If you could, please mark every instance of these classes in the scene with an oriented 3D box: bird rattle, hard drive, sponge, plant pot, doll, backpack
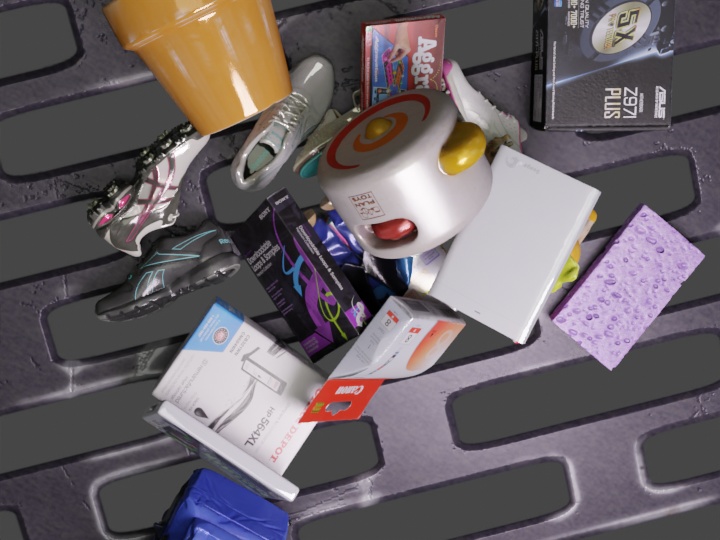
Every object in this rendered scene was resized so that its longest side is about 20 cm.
[{"bbox_3d":[0.239,-0.002,1.376,0.113,0.201,0.163,39,60,21],"label":"bird rattle"},{"bbox_3d":[0.182,-0.032,1.283,0.131,0.026,0.201,28,97,18],"label":"hard drive"},{"bbox_3d":[0.357,0.022,1.444,0.111,0.030,0.200,37,96,-9],"label":"sponge"},{"bbox_3d":[-0.173,-0.269,1.273,0.199,0.200,0.184,-26,105,1],"label":"plant pot"},{"bbox_3d":[0.000,0.000,1.364,0.136,0.048,0.200,-38,106,4],"label":"doll"},{"bbox_3d":[-0.211,0.390,1.403,0.162,0.168,0.201,32,106,-1],"label":"backpack"}]

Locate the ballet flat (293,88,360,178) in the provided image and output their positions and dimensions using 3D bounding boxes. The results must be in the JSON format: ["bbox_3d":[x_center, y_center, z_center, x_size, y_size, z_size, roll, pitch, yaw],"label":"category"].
[{"bbox_3d":[-0.008,-0.191,1.374,0.199,0.067,0.063,-31,71,-1],"label":"ballet flat"}]

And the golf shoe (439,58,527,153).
[{"bbox_3d":[0.158,-0.187,1.378,0.091,0.075,0.201,-28,109,-7],"label":"golf shoe"}]

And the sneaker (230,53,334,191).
[{"bbox_3d":[-0.094,-0.181,1.353,0.070,0.080,0.201,33,95,-7],"label":"sneaker"}]

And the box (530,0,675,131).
[{"bbox_3d":[0.304,-0.278,1.358,0.163,0.086,0.201,-1,100,-4],"label":"box"}]

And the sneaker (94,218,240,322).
[{"bbox_3d":[-0.255,0.004,1.389,0.199,0.075,0.080,-25,81,0],"label":"sneaker"}]

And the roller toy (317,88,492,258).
[{"bbox_3d":[0.049,-0.117,1.249,0.182,0.200,0.140,-35,119,-1],"label":"roller toy"}]

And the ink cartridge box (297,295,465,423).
[{"bbox_3d":[0.029,0.124,1.337,0.050,0.162,0.201,40,104,25],"label":"ink cartridge box"}]

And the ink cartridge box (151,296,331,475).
[{"bbox_3d":[-0.147,0.151,1.398,0.199,0.084,0.146,35,88,-8],"label":"ink cartridge box"}]

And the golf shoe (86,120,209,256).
[{"bbox_3d":[-0.254,-0.109,1.362,0.200,0.077,0.088,-43,113,4],"label":"golf shoe"}]

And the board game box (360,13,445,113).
[{"bbox_3d":[0.050,-0.212,1.324,0.102,0.019,0.201,-11,124,-17],"label":"board game box"}]

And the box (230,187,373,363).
[{"bbox_3d":[-0.076,0.010,1.341,0.036,0.143,0.201,-31,87,-32],"label":"box"}]

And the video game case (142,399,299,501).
[{"bbox_3d":[-0.184,0.232,1.372,0.199,0.182,0.023,35,73,-9],"label":"video game case"}]

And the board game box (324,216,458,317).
[{"bbox_3d":[0.036,-0.004,1.412,0.153,0.040,0.200,-37,100,3],"label":"board game box"}]

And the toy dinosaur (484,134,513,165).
[{"bbox_3d":[0.130,-0.081,1.351,0.200,0.058,0.101,-43,88,9],"label":"toy dinosaur"}]
